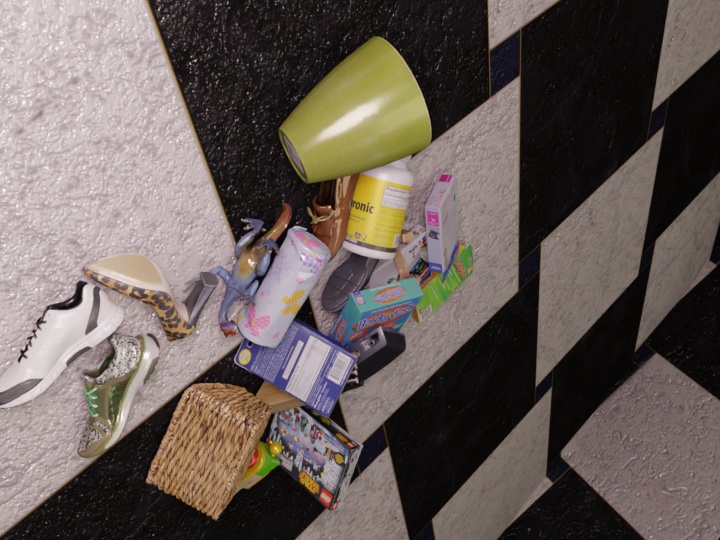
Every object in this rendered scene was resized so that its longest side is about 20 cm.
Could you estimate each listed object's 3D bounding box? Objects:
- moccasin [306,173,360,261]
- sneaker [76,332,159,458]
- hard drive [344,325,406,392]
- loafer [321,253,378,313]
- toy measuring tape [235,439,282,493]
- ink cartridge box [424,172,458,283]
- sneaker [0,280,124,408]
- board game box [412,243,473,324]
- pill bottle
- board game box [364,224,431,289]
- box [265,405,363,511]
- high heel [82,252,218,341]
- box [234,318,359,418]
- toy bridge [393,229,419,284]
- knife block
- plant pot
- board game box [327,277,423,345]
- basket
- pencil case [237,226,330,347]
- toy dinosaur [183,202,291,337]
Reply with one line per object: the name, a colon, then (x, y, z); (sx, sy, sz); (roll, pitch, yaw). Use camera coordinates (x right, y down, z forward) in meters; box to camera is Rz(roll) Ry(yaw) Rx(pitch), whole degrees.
moccasin: (-0.054, -0.108, 1.180); (0.076, 0.073, 0.205); (2, 117, -39)
sneaker: (-0.378, 0.174, 1.013); (0.088, 0.076, 0.203); (28, 87, -41)
hard drive: (-0.006, 0.185, 1.372); (0.198, 0.043, 0.134); (-36, 155, 16)
loafer: (0.000, 0.000, 1.325); (0.202, 0.071, 0.063); (-58, 148, -5)
toy measuring tape: (-0.233, 0.388, 1.346); (0.199, 0.074, 0.073); (-38, 144, 10)
ink cartridge box: (0.173, -0.087, 1.455); (0.120, 0.041, 0.203); (-60, 150, -41)
sneaker: (-0.413, 0.094, 0.915); (0.200, 0.073, 0.081); (-46, 128, -24)
board game box: (0.190, 0.026, 1.599); (0.199, 0.030, 0.097); (-40, 140, -20)
pill bottle: (0.032, -0.131, 1.225); (0.110, 0.110, 0.205); (2, 105, -50)
board game box: (0.070, 0.009, 1.439); (0.199, 0.034, 0.128); (-36, 138, -27)
box: (-0.096, 0.345, 1.341); (0.039, 0.198, 0.140); (-5, 119, -52)
high heel: (-0.318, 0.051, 1.002); (0.197, 0.072, 0.143); (12, 129, -38)
box: (-0.113, 0.155, 1.219); (0.123, 0.197, 0.032); (-62, 173, 8)
toy bridge: (0.075, -0.071, 1.354); (0.027, 0.067, 0.205); (-19, 108, -26)
knife block: (-0.086, 0.214, 1.281); (0.203, 0.174, 0.064); (-58, 143, 1)
plant pot: (-0.021, -0.225, 1.071); (0.198, 0.188, 0.189); (-31, 138, -10)
board game box: (0.020, 0.102, 1.352); (0.149, 0.046, 0.201); (-13, 149, -31)
basket: (-0.262, 0.303, 1.234); (0.143, 0.146, 0.204); (-42, 157, -79)
pencil case: (-0.128, 0.029, 1.148); (0.082, 0.091, 0.202); (19, 111, -43)
toy dinosaur: (-0.177, 0.015, 1.116); (0.199, 0.105, 0.183); (-32, 156, -46)
